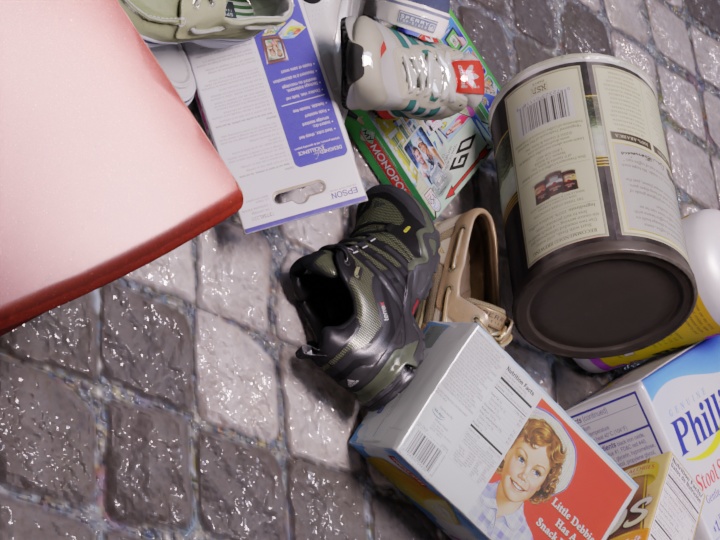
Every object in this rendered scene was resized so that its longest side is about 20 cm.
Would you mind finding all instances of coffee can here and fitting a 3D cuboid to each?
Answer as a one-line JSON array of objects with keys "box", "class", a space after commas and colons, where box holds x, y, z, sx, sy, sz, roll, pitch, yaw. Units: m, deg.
[{"box": [0.185, -0.052, 1.536, 0.146, 0.146, 0.202, 30, 42, -38], "class": "coffee can"}]

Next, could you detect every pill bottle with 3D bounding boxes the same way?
[{"box": [0.266, 0.012, 1.607, 0.104, 0.199, 0.105, 33, 47, -44], "class": "pill bottle"}]

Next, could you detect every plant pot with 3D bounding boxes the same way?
[{"box": [-0.224, -0.050, 1.064, 0.176, 0.199, 0.201, -42, 103, -41], "class": "plant pot"}]

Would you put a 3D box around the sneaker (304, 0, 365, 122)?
[{"box": [-0.053, -0.154, 1.442, 0.088, 0.075, 0.202, 20, 55, -19], "class": "sneaker"}]

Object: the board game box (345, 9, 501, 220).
[{"box": [0.055, -0.137, 1.586, 0.135, 0.029, 0.200, 56, 37, -12], "class": "board game box"}]

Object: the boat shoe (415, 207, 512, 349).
[{"box": [0.081, 0.045, 1.478, 0.071, 0.064, 0.202, 21, 55, -43], "class": "boat shoe"}]

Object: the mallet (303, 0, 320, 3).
[{"box": [-0.065, -0.274, 1.462, 0.066, 0.041, 0.201, 33, 26, -30], "class": "mallet"}]

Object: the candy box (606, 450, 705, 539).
[{"box": [0.186, 0.237, 1.452, 0.055, 0.115, 0.201, 50, 38, -19], "class": "candy box"}]

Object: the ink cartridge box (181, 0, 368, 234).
[{"box": [-0.069, -0.125, 1.369, 0.094, 0.037, 0.202, -15, 73, -11], "class": "ink cartridge box"}]

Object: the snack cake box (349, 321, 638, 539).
[{"box": [0.101, 0.143, 1.406, 0.200, 0.067, 0.115, 45, 68, -24], "class": "snack cake box"}]

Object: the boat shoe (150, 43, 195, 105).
[{"box": [-0.171, -0.197, 1.309, 0.201, 0.065, 0.074, 52, 37, -17], "class": "boat shoe"}]

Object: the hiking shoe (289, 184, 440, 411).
[{"box": [0.000, 0.000, 1.395, 0.100, 0.076, 0.201, 34, 39, -28], "class": "hiking shoe"}]

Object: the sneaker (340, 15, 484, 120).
[{"box": [0.043, -0.150, 1.418, 0.200, 0.092, 0.071, 8, 80, -77], "class": "sneaker"}]

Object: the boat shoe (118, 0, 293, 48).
[{"box": [-0.117, -0.187, 1.268, 0.199, 0.062, 0.073, -9, 84, -61], "class": "boat shoe"}]

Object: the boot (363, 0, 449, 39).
[{"box": [0.042, -0.237, 1.496, 0.072, 0.200, 0.091, 16, 98, -16], "class": "boot"}]

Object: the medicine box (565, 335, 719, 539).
[{"box": [0.275, 0.176, 1.611, 0.182, 0.102, 0.202, -22, 88, -54], "class": "medicine box"}]
